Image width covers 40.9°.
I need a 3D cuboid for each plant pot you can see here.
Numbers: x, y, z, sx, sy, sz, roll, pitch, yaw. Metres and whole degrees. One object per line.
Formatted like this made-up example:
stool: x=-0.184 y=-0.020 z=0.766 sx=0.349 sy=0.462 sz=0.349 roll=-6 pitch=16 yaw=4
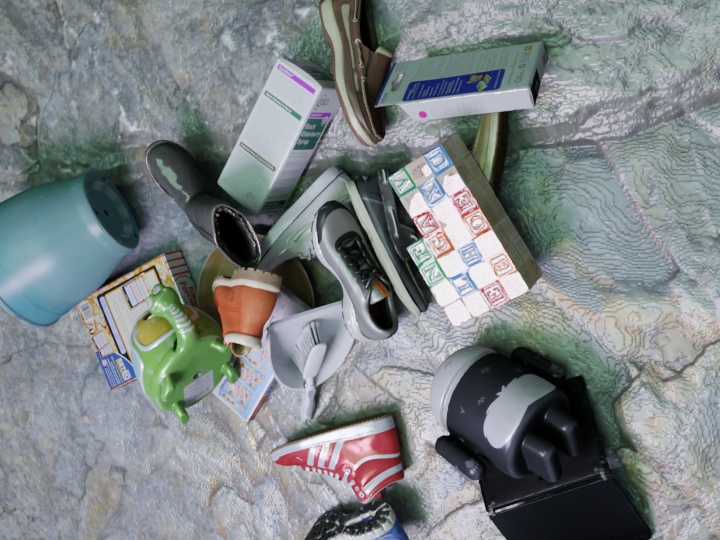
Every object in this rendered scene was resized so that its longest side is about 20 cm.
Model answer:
plant pot: x=-0.442 y=-0.046 z=1.446 sx=0.187 sy=0.200 sz=0.202 roll=-28 pitch=86 yaw=11
plant pot: x=-0.147 y=0.045 z=1.397 sx=0.198 sy=0.027 sz=0.202 roll=5 pitch=101 yaw=25

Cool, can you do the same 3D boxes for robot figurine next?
robot figurine: x=0.176 y=0.175 z=1.190 sx=0.199 sy=0.149 sz=0.126 roll=30 pitch=118 yaw=39

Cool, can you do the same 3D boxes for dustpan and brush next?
dustpan and brush: x=-0.071 y=0.138 z=1.342 sx=0.057 sy=0.138 sz=0.201 roll=56 pitch=148 yaw=31

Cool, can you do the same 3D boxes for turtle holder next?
turtle holder: x=-0.260 y=0.110 z=1.332 sx=0.141 sy=0.186 sz=0.132 roll=-47 pitch=64 yaw=-1

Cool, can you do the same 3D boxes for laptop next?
laptop: x=0.252 y=0.266 z=1.247 sx=0.176 sy=0.103 sz=0.202 roll=-26 pitch=61 yaw=27

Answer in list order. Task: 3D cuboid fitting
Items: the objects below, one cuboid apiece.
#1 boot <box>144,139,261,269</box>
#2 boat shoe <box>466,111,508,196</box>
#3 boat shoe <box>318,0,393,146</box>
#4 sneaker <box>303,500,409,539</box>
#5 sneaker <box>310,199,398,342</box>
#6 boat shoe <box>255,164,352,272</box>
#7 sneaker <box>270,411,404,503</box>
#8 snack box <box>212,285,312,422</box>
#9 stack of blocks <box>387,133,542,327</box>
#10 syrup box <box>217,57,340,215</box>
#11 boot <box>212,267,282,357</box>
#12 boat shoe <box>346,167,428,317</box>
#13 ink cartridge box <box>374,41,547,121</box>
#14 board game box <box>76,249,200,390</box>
boot: x=-0.214 y=-0.091 z=1.299 sx=0.072 sy=0.200 sz=0.182 roll=-41 pitch=111 yaw=-1
boat shoe: x=0.138 y=-0.119 z=1.202 sx=0.068 sy=0.074 sz=0.202 roll=13 pitch=105 yaw=18
boat shoe: x=0.006 y=-0.265 z=1.244 sx=0.074 sy=0.075 sz=0.204 roll=-16 pitch=91 yaw=23
sneaker: x=-0.010 y=0.387 z=1.353 sx=0.199 sy=0.079 sz=0.089 roll=-23 pitch=112 yaw=44
sneaker: x=0.000 y=0.000 z=1.270 sx=0.079 sy=0.074 sz=0.202 roll=-2 pitch=114 yaw=57
boat shoe: x=-0.077 y=-0.049 z=1.311 sx=0.070 sy=0.071 sz=0.200 roll=44 pitch=94 yaw=3
sneaker: x=-0.031 y=0.276 z=1.354 sx=0.198 sy=0.071 sz=0.114 roll=-19 pitch=87 yaw=25
snack box: x=-0.139 y=0.118 z=1.377 sx=0.072 sy=0.024 sz=0.201 roll=37 pitch=112 yaw=15
stack of blocks: x=0.116 y=-0.047 z=1.168 sx=0.115 sy=0.059 sz=0.201 roll=-29 pitch=95 yaw=33
syrup box: x=-0.105 y=-0.182 z=1.308 sx=0.081 sy=0.079 sz=0.201 roll=38 pitch=113 yaw=17
boot: x=-0.164 y=0.062 z=1.293 sx=0.074 sy=0.200 sz=0.108 roll=13 pitch=80 yaw=-16
boat shoe: x=0.049 y=-0.035 z=1.264 sx=0.067 sy=0.072 sz=0.202 roll=-25 pitch=96 yaw=-6
ink cartridge box: x=0.123 y=-0.228 z=1.180 sx=0.198 sy=0.095 sz=0.037 roll=-1 pitch=136 yaw=25
board game box: x=-0.331 y=0.078 z=1.481 sx=0.199 sy=0.046 sz=0.153 roll=-24 pitch=88 yaw=27
